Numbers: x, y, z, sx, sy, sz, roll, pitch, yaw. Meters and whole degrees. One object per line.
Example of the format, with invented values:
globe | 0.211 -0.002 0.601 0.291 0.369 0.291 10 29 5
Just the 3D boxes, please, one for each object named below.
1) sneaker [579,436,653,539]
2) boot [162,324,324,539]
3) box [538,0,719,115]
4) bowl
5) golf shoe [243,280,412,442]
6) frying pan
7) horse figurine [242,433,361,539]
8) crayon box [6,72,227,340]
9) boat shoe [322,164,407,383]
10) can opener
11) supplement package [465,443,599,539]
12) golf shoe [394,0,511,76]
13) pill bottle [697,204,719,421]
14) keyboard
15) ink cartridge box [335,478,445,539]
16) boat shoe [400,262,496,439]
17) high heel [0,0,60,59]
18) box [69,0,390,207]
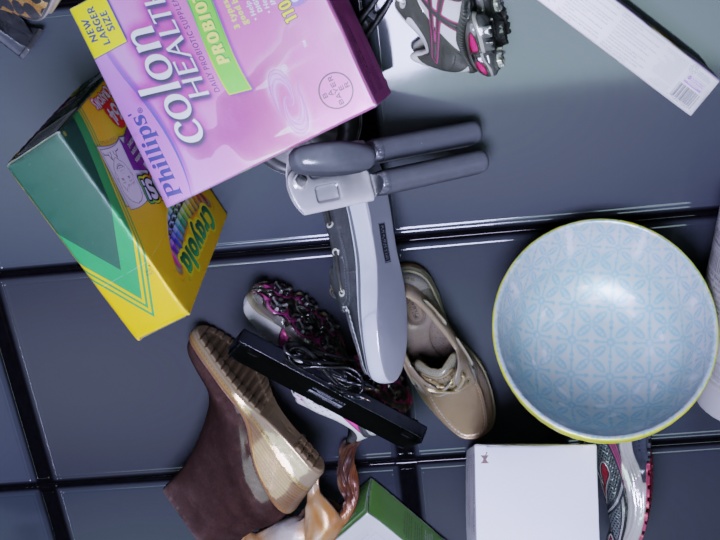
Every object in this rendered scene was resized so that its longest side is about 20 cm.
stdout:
sneaker | 0.255 0.193 1.096 0.073 0.081 0.203 2 109 19
boot | -0.147 0.175 1.091 0.166 0.072 0.201 -39 88 22
box | 0.213 -0.205 0.920 0.198 0.039 0.042 33 112 -12
bowl | 0.219 0.066 1.002 0.196 0.203 0.108 -6 159 6
golf shoe | -0.046 0.095 1.064 0.200 0.073 0.092 42 113 -16
frying pan | -0.024 -0.151 0.970 0.188 0.031 0.116 -27 113 19
horse figurine | -0.072 0.254 1.130 0.199 0.050 0.134 -34 77 17
crayon box | -0.193 -0.066 0.923 0.058 0.201 0.174 -28 112 16
boat shoe | 0.000 0.000 0.977 0.056 0.068 0.204 -8 86 27
can opener | 0.027 -0.089 0.925 0.197 0.066 0.054 -13 91 -30
supplement package | 0.156 0.220 1.028 0.112 0.200 0.112 -1 80 4
golf shoe | 0.061 -0.236 0.873 0.087 0.078 0.202 1 138 22
pill bottle | 0.363 0.035 0.986 0.112 0.115 0.203 4 117 2
keyboard | -0.022 0.099 1.004 0.198 0.040 0.104 28 159 -9
ink cartridge box | 0.046 0.327 1.177 0.200 0.060 0.104 41 113 -15
boat shoe | 0.074 0.091 1.058 0.071 0.065 0.202 -21 113 13
high heel | -0.297 -0.263 0.876 0.142 0.072 0.199 36 141 -18
box | -0.102 -0.179 0.901 0.197 0.097 0.178 -23 100 14
